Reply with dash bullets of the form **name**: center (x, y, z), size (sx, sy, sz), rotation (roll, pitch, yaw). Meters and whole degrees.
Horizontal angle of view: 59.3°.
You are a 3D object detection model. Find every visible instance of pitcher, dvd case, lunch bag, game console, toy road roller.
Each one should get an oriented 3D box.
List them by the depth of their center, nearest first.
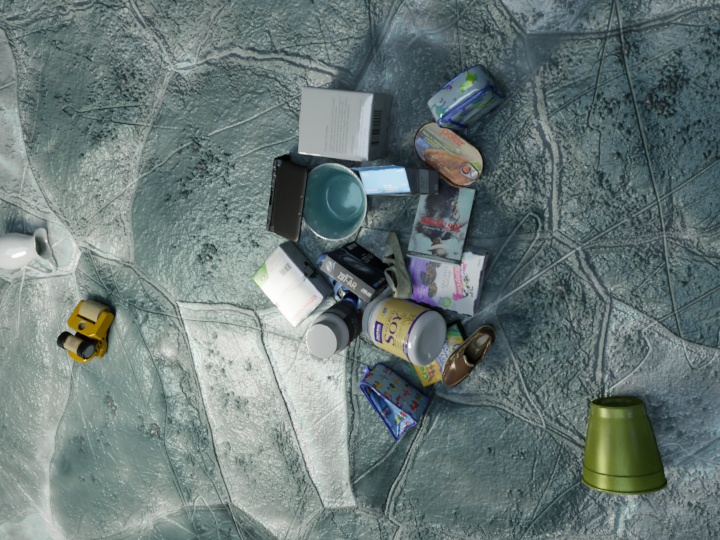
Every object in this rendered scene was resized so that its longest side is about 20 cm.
- **lunch bag**: center (0.248, -0.399, 1.491), size (0.159, 0.199, 0.084), rotation (-30, 85, 23)
- **dvd case**: center (0.208, -0.122, 1.625), size (0.143, 0.022, 0.205), rotation (12, 81, 18)
- **game console**: center (-0.188, -0.201, 1.734), size (0.113, 0.176, 0.205), rotation (12, 107, 6)
- **lunch bag**: center (0.082, 0.343, 1.765), size (0.200, 0.150, 0.094), rotation (46, 114, 5)
- **toy road roller**: center (-0.919, 0.215, 2.158), size (0.120, 0.146, 0.203), rotation (20, 72, 15)
- **pitcher**: center (-1.158, -0.050, 2.181), size (0.195, 0.122, 0.175), rotation (-9, 116, 11)

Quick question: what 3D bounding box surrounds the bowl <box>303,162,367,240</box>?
- **bowl**: center (-0.058, -0.191, 1.713), size (0.196, 0.105, 0.206), rotation (5, 105, 19)

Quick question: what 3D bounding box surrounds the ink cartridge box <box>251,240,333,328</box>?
- **ink cartridge box**: center (-0.197, 0.040, 1.835), size (0.146, 0.084, 0.201), rotation (-43, 86, 25)

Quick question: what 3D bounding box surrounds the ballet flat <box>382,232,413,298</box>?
- **ballet flat**: center (0.088, -0.018, 1.671), size (0.068, 0.061, 0.204), rotation (109, 151, -55)

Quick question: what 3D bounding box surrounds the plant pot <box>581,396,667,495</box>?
- **plant pot**: center (0.641, 0.419, 1.559), size (0.196, 0.200, 0.198), rotation (-4, 90, 22)

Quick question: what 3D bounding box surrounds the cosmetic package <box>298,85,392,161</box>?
- **cosmetic package**: center (-0.038, -0.377, 1.627), size (0.195, 0.165, 0.169), rotation (11, 107, 18)

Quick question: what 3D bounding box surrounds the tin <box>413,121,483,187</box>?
- **tin**: center (0.226, -0.297, 1.614), size (0.199, 0.042, 0.113), rotation (39, 117, 8)

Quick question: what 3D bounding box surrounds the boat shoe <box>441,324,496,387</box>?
- **boat shoe**: center (0.275, 0.227, 1.649), size (0.074, 0.075, 0.204), rotation (35, 107, 6)

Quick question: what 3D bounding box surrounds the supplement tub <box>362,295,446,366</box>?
- **supplement tub**: center (0.114, 0.154, 1.683), size (0.198, 0.143, 0.149), rotation (19, 112, 42)

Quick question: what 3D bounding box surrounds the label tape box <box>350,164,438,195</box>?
- **label tape box**: center (0.085, -0.221, 1.578), size (0.142, 0.198, 0.065), rotation (3, 96, 38)

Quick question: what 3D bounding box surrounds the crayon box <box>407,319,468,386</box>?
- **crayon box**: center (0.209, 0.234, 1.744), size (0.197, 0.051, 0.128), rotation (-26, 93, 25)

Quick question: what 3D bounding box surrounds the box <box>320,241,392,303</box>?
- **box**: center (0.000, 0.000, 1.686), size (0.159, 0.200, 0.044), rotation (35, 113, 10)

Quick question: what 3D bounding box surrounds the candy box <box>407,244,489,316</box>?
- **candy box**: center (0.226, 0.010, 1.670), size (0.196, 0.071, 0.172), rotation (14, 108, 19)

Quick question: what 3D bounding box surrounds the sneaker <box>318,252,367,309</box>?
- **sneaker**: center (-0.048, 0.028, 1.766), size (0.199, 0.082, 0.074), rotation (38, 147, 11)

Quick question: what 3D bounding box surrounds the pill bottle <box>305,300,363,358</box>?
- **pill bottle**: center (-0.071, 0.163, 1.753), size (0.113, 0.200, 0.119), rotation (5, 106, 19)
